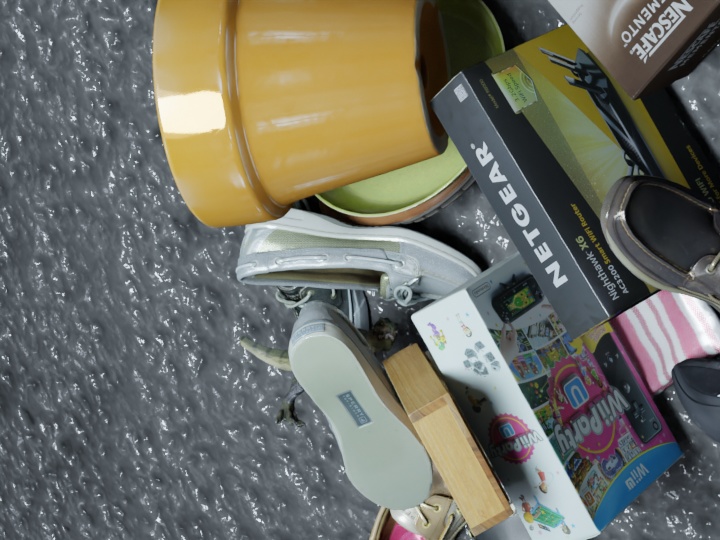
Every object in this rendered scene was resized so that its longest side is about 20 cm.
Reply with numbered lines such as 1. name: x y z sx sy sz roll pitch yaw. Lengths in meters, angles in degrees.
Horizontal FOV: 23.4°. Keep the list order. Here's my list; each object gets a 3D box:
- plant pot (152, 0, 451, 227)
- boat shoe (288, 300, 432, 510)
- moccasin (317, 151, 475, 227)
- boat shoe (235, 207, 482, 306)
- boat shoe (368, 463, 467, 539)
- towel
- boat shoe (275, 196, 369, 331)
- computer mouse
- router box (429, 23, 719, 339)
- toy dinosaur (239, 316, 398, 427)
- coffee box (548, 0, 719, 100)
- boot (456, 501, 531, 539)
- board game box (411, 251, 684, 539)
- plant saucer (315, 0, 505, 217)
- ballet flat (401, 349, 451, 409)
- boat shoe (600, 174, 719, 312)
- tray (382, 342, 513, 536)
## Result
1. plant pot: -0.033 -0.140 1.287 0.182 0.200 0.201 -5 106 15
2. boat shoe: 0.004 0.106 1.406 0.070 0.072 0.201 -20 122 15
3. moccasin: 0.035 -0.084 1.420 0.201 0.074 0.078 -16 113 54
4. boat shoe: -0.001 -0.001 1.431 0.201 0.065 0.074 14 160 -3
5. boat shoe: 0.055 0.209 1.522 0.074 0.069 0.201 38 127 26
6. towel: 0.184 0.042 1.365 0.200 0.030 0.147 -41 79 44
7. boat shoe: -0.047 0.005 1.530 0.072 0.071 0.201 2 110 41
8. computer mouse: 0.292 0.092 1.228 0.199 0.046 0.141 12 150 38
9. router box: 0.165 -0.073 1.240 0.200 0.157 0.052 59 147 6
10. toy dinosaur: -0.034 0.090 1.497 0.199 0.047 0.089 -10 70 43
11. coffee box: 0.180 -0.236 1.216 0.200 0.080 0.114 51 134 14
12. boot: 0.120 0.262 1.489 0.203 0.073 0.154 -33 82 41
13. board game box: 0.142 0.088 1.304 0.064 0.147 0.201 -29 90 40
14. plant saucer: 0.034 -0.132 1.368 0.199 0.031 0.201 -14 63 30
15. ballet flat: 0.062 0.093 1.440 0.070 0.069 0.200 61 148 4
16. boat shoe: 0.252 -0.010 1.180 0.073 0.200 0.075 -6 61 60
17. tray: 0.063 0.120 1.295 0.037 0.200 0.099 -29 99 1
